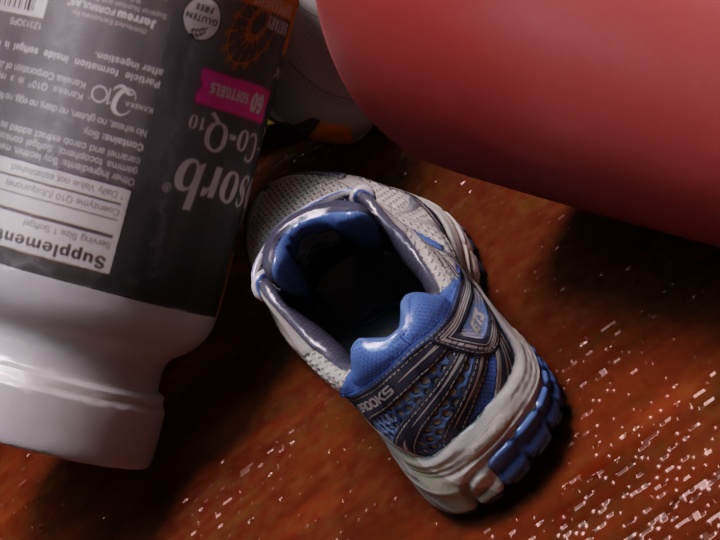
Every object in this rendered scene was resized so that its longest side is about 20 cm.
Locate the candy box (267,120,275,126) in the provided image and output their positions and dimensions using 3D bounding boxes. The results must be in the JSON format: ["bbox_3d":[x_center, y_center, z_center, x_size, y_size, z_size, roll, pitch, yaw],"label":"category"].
[{"bbox_3d":[-0.120,-0.084,1.119,0.199,0.103,0.026,-19,0,33],"label":"candy box"}]

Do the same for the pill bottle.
[{"bbox_3d":[-0.098,-0.034,0.969,0.116,0.116,0.201,15,91,53],"label":"pill bottle"}]

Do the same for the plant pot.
[{"bbox_3d":[0.112,-0.096,0.809,0.201,0.200,0.177,-49,43,-7],"label":"plant pot"}]

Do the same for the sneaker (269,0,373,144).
[{"bbox_3d":[-0.009,-0.149,1.030,0.092,0.075,0.201,135,140,-55],"label":"sneaker"}]

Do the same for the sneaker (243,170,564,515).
[{"bbox_3d":[0.000,0.000,0.902,0.077,0.085,0.200,-45,32,-1],"label":"sneaker"}]
